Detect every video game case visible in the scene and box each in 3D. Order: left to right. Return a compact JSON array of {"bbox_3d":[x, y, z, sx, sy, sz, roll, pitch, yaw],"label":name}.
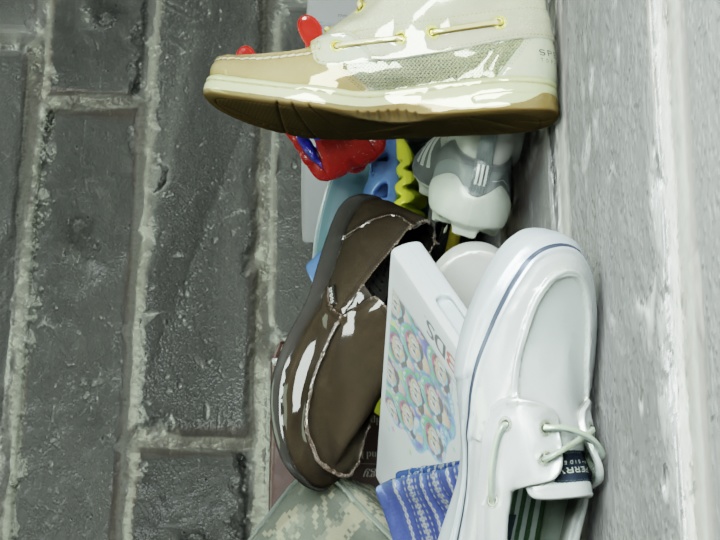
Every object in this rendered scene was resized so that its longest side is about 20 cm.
[{"bbox_3d":[0.058,0.115,0.889,0.201,0.023,0.183,93,154,-42],"label":"video game case"}]

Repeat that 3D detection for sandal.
[{"bbox_3d":[0.000,0.000,1.100,0.079,0.086,0.202,46,-129,-72],"label":"sandal"}]

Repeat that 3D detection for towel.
[{"bbox_3d":[0.058,0.175,0.840,0.200,0.024,0.146,145,115,-70],"label":"towel"}]

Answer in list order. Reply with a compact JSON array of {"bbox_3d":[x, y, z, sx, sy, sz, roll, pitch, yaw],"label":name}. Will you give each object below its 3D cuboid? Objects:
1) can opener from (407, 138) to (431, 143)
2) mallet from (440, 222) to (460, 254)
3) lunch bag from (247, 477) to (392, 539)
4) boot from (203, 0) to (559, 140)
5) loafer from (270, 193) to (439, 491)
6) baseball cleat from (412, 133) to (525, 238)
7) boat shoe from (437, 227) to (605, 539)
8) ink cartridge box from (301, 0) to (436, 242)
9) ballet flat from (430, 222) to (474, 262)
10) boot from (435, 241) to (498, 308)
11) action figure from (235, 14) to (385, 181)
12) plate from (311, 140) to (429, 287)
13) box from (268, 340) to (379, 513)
[{"bbox_3d":[0.043,-0.148,1.039,0.200,0.066,0.053,111,-178,-72],"label":"can opener"},{"bbox_3d":[0.061,-0.001,1.110,0.066,0.041,0.201,92,-169,-49],"label":"mallet"},{"bbox_3d":[-0.010,0.253,1.054,0.201,0.167,0.139,-53,49,5],"label":"lunch bag"},{"bbox_3d":[0.013,-0.155,0.867,0.072,0.198,0.156,40,-129,-77],"label":"boot"},{"bbox_3d":[-0.001,0.043,0.996,0.073,0.071,0.202,29,-112,-46],"label":"loafer"},{"bbox_3d":[0.079,-0.082,1.008,0.200,0.069,0.107,-103,28,-76],"label":"baseball cleat"},{"bbox_3d":[0.083,0.085,0.703,0.067,0.073,0.202,27,115,54],"label":"boat shoe"},{"bbox_3d":[0.021,-0.144,1.375,0.201,0.145,0.147,-89,1,-45],"label":"ink cartridge box"},{"bbox_3d":[0.068,-0.072,1.227,0.067,0.056,0.201,-90,2,-54],"label":"ballet flat"},{"bbox_3d":[0.064,0.061,1.006,0.091,0.072,0.202,-87,1,-64],"label":"boot"},{"bbox_3d":[-0.032,-0.124,1.012,0.200,0.065,0.100,53,-166,-67],"label":"action figure"},{"bbox_3d":[0.018,-0.037,1.205,0.200,0.025,0.202,-49,-33,-48],"label":"plate"},{"bbox_3d":[0.010,0.160,1.209,0.166,0.162,0.202,-132,43,-87],"label":"box"}]
